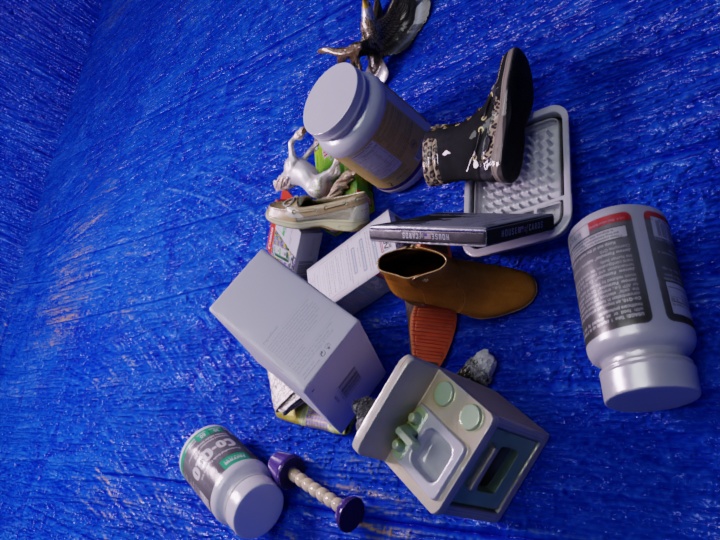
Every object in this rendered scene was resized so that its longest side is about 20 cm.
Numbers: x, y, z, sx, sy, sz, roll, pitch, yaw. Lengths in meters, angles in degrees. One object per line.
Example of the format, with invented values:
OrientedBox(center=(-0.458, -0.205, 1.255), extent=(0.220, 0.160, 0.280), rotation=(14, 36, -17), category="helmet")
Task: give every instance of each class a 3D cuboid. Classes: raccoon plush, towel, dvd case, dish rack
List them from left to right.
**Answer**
OrientedBox(center=(-0.116, 0.135, 1.126), extent=(0.132, 0.034, 0.203), rotation=(-41, 45, 22), category="towel")
OrientedBox(center=(-0.070, 0.191, 1.091), extent=(0.197, 0.023, 0.147), rotation=(2, 72, 47), category="towel")
OrientedBox(center=(0.074, 0.165, 0.868), extent=(0.096, 0.133, 0.203), rotation=(37, 98, 49), category="raccoon plush")
OrientedBox(center=(0.129, -0.056, 0.853), extent=(0.197, 0.148, 0.025), rotation=(7, 105, 48), category="dvd case")
OrientedBox(center=(0.226, -0.119, 0.920), extent=(0.169, 0.043, 0.205), rotation=(-16, 60, 42), category="dish rack")

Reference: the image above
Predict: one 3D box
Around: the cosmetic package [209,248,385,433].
OrientedBox(center=(-0.085, 0.106, 0.958), extent=(0.198, 0.200, 0.124), rotation=(33, 73, 27), category="cosmetic package")

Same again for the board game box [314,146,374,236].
OrientedBox(center=(-0.033, -0.178, 1.216), extent=(0.101, 0.047, 0.204), rotation=(-30, 51, 34), category="board game box")

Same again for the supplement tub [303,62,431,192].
OrientedBox(center=(0.016, -0.233, 1.077), extent=(0.143, 0.198, 0.149), rotation=(-22, 55, 36), category="supplement tub")

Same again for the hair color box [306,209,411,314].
OrientedBox(center=(0.000, 0.000, 1.084), extent=(0.198, 0.060, 0.101), rotation=(-35, 49, 31), category="hair color box")

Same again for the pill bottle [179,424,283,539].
OrientedBox(center=(-0.218, 0.354, 1.097), extent=(0.198, 0.112, 0.115), rotation=(22, 86, 48), category="pill bottle")

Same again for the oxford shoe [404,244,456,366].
OrientedBox(center=(0.098, 0.052, 0.967), extent=(0.073, 0.070, 0.205), rotation=(144, 135, -66), category="oxford shoe")

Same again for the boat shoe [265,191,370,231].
OrientedBox(center=(-0.076, -0.109, 1.122), extent=(0.196, 0.073, 0.065), rotation=(8, 114, 27), category="boat shoe")

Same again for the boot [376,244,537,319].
OrientedBox(center=(0.127, 0.012, 0.840), extent=(0.196, 0.144, 0.073), rotation=(-2, 72, 16), category="boot")

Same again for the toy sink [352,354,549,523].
OrientedBox(center=(0.111, 0.203, 0.763), extent=(0.112, 0.198, 0.132), rotation=(36, 96, 48), category="toy sink")

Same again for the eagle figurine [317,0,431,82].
OrientedBox(center=(0.036, -0.470, 1.255), extent=(0.151, 0.152, 0.200), rotation=(38, 64, 9), category="eagle figurine")

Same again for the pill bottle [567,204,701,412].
OrientedBox(center=(0.298, 0.042, 0.712), extent=(0.112, 0.113, 0.205), rotation=(-22, 56, 37), category="pill bottle")

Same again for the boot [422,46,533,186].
OrientedBox(center=(0.169, -0.215, 0.947), extent=(0.148, 0.072, 0.206), rotation=(-4, 73, 45), category="boot")

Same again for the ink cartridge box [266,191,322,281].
OrientedBox(center=(-0.140, -0.072, 1.244), extent=(0.200, 0.049, 0.111), rotation=(50, 133, 46), category="ink cartridge box")

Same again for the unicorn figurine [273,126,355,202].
OrientedBox(center=(-0.099, -0.184, 1.193), extent=(0.200, 0.073, 0.140), rotation=(45, 115, 42), category="unicorn figurine")

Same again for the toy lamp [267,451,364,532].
OrientedBox(center=(-0.075, 0.334, 1.003), extent=(0.198, 0.058, 0.059), rotation=(17, 83, 47), category="toy lamp")
